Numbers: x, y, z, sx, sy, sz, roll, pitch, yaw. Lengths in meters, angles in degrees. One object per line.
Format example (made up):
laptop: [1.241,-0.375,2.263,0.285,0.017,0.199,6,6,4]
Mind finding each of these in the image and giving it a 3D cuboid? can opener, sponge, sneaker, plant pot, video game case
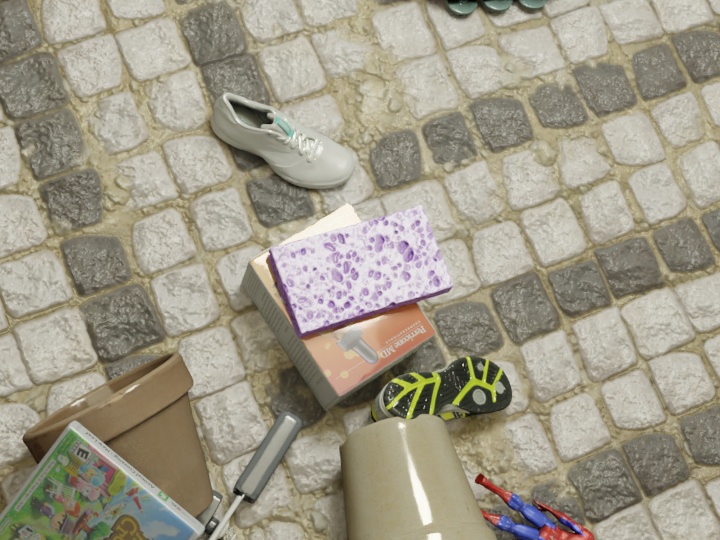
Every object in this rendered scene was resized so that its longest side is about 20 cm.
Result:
can opener: [-0.142,0.253,1.510,0.066,0.053,0.200,37,71,1]
sponge: [0.000,0.000,1.508,0.200,0.030,0.112,-17,78,-15]
sneaker: [0.101,0.155,1.580,0.200,0.076,0.075,-1,71,-30]
plant pot: [-0.257,0.215,1.437,0.200,0.200,0.175,-28,95,-17]
sneaker: [-0.098,-0.170,1.618,0.200,0.088,0.075,23,70,-4]
video game case: [-0.293,0.288,1.356,0.182,0.022,0.200,40,111,0]
plant pot: [0.058,0.277,1.485,0.200,0.200,0.184,-7,65,-13]

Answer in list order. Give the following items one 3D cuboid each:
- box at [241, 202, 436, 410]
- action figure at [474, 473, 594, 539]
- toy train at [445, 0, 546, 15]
box: [-0.029,0.045,1.562,0.152,0.106,0.200,-32,82,-18]
action figure: [0.223,0.322,1.566,0.200,0.052,0.065,30,77,-7]
toy train: [0.189,-0.425,1.753,0.200,0.085,0.114,-7,67,-13]
